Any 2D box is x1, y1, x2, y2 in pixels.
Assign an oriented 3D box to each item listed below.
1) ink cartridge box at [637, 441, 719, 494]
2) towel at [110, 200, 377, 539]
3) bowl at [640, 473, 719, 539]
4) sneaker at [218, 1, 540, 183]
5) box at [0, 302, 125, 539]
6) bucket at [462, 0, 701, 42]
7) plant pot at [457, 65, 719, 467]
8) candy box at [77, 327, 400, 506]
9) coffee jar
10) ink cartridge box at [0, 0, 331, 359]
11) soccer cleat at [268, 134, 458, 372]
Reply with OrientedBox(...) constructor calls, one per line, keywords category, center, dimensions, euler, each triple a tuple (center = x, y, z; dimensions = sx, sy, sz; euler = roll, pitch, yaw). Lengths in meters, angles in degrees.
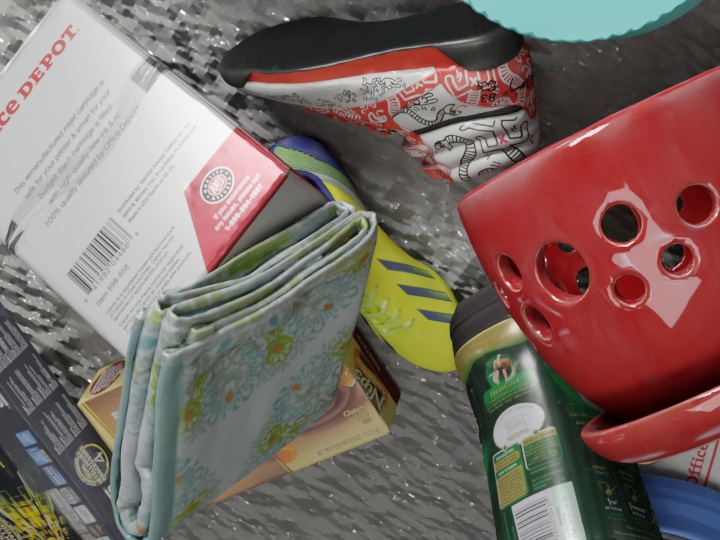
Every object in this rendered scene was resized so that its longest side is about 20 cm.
OrientedBox(category="ink cartridge box", center=(0.270, 0.104, 0.981), dimensions=(0.199, 0.068, 0.116), euler=(11, 119, 5))
OrientedBox(category="towel", center=(-0.069, 0.063, 0.888), dimensions=(0.048, 0.171, 0.200), euler=(40, 139, 23))
OrientedBox(category="bowl", center=(0.192, 0.211, 1.024), dimensions=(0.200, 0.039, 0.201), euler=(10, 141, 8))
OrientedBox(category="sneaker", center=(0.014, -0.103, 0.928), dimensions=(0.201, 0.067, 0.108), euler=(-4, 129, 23))
OrientedBox(category="box", center=(-0.263, 0.127, 1.085), dimensions=(0.161, 0.049, 0.200), euler=(-18, 113, 39))
OrientedBox(category="bucket", center=(0.121, -0.228, 0.805), dimensions=(0.206, 0.135, 0.208), euler=(5, 118, 9))
OrientedBox(category="plant pot", center=(0.182, -0.003, 0.844), dimensions=(0.200, 0.200, 0.183), euler=(-29, 87, 23))
OrientedBox(category="candy box", center=(-0.087, 0.093, 1.053), dimensions=(0.199, 0.055, 0.116), euler=(-24, 109, 22))
OrientedBox(category="coffee jar", center=(0.121, 0.105, 0.933), dimensions=(0.085, 0.201, 0.104), euler=(-31, 143, 30))
OrientedBox(category="ink cartridge box", center=(-0.141, -0.051, 0.904), dimensions=(0.200, 0.084, 0.144), euler=(40, 92, 22))
OrientedBox(category="soccer cleat", center=(-0.001, 0.000, 0.973), dimensions=(0.065, 0.084, 0.200), euler=(-33, 106, 23))
